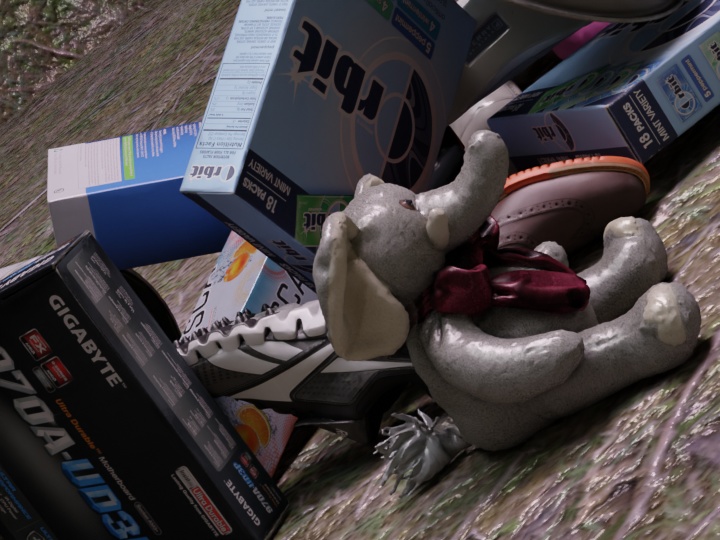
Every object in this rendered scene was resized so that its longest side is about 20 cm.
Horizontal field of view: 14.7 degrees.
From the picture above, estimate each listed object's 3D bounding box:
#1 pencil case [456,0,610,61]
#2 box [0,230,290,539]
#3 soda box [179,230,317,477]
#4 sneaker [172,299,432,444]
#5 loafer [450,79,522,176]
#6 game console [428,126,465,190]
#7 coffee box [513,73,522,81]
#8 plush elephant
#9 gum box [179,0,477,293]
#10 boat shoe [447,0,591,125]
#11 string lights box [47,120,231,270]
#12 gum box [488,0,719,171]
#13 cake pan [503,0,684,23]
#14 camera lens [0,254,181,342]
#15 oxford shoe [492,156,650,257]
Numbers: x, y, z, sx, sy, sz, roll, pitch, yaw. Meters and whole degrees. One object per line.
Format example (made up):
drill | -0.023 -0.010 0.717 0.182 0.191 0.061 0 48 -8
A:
pencil case | 0.108 -0.178 1.878 0.199 0.091 0.094 8 -8 23
box | -0.158 0.094 1.586 0.158 0.200 0.046 -27 15 35
soda box | -0.065 0.045 1.688 0.063 0.068 0.201 -21 36 47
sneaker | -0.028 0.059 1.569 0.199 0.091 0.066 -16 2 21
loafer | 0.081 -0.098 1.863 0.070 0.070 0.200 -37 14 1
game console | 0.000 0.000 1.765 0.200 0.031 0.177 -46 16 8
coffee box | 0.079 -0.276 2.024 0.200 0.197 0.200 -50 -11 -42
plush elephant | 0.054 0.004 1.434 0.199 0.155 0.165 -34 15 14
gum box | -0.014 -0.099 1.653 0.044 0.170 0.201 4 67 37
boat shoe | 0.092 -0.161 1.790 0.200 0.070 0.072 -39 7 1
string lights box | -0.099 -0.055 1.800 0.199 0.059 0.103 -10 22 -2
gum box | 0.194 -0.135 1.704 0.200 0.045 0.170 -39 14 -16
cake pan | 0.104 -0.208 1.665 0.200 0.199 0.037 -67 -4 -63
camera lens | -0.219 0.076 1.875 0.160 0.160 0.200 -45 16 -27
oxford shoe | 0.081 0.001 1.606 0.199 0.071 0.073 -27 51 11
